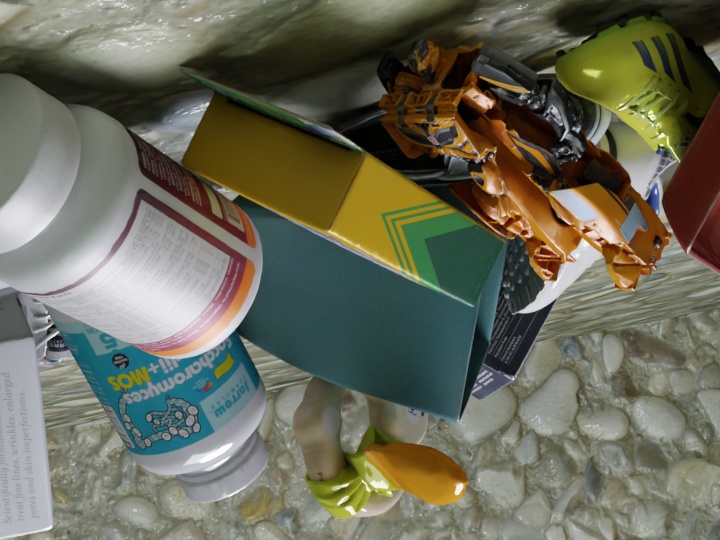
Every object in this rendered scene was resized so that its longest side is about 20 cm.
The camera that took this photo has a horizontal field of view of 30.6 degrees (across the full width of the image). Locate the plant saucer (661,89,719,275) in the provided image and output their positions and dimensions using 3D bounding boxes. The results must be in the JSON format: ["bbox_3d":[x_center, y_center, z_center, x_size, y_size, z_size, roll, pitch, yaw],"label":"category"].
[{"bbox_3d":[0.261,-0.098,0.864,0.037,0.200,0.200,30,-173,20],"label":"plant saucer"}]

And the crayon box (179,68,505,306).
[{"bbox_3d":[-0.016,-0.045,0.784,0.126,0.052,0.200,26,179,37],"label":"crayon box"}]

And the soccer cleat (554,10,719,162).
[{"bbox_3d":[0.192,-0.113,0.851,0.065,0.084,0.200,-23,167,32],"label":"soccer cleat"}]

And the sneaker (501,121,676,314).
[{"bbox_3d":[0.166,-0.032,0.988,0.080,0.077,0.200,-3,146,-24],"label":"sneaker"}]

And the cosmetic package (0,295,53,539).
[{"bbox_3d":[-0.343,0.105,1.033,0.164,0.166,0.200,-8,-160,-20],"label":"cosmetic package"}]

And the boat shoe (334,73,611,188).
[{"bbox_3d":[0.069,-0.087,0.893,0.199,0.072,0.071,-13,175,21],"label":"boat shoe"}]

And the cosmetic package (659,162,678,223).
[{"bbox_3d":[0.206,-0.066,1.204,0.199,0.071,0.105,-15,170,22],"label":"cosmetic package"}]

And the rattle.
[{"bbox_3d":[0.047,0.102,1.014,0.143,0.131,0.200,-32,177,37],"label":"rattle"}]

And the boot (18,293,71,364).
[{"bbox_3d":[-0.251,0.026,1.102,0.073,0.096,0.200,-9,170,-18],"label":"boot"}]

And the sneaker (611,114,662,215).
[{"bbox_3d":[0.195,-0.084,1.033,0.075,0.089,0.200,-16,169,34],"label":"sneaker"}]

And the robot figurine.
[{"bbox_3d":[0.093,-0.065,0.795,0.200,0.058,0.145,39,162,-30],"label":"robot figurine"}]

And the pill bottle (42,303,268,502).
[{"bbox_3d":[-0.137,0.067,0.941,0.110,0.200,0.111,-21,-157,10],"label":"pill bottle"}]

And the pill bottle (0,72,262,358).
[{"bbox_3d":[-0.151,-0.028,0.753,0.109,0.110,0.200,-16,152,24],"label":"pill bottle"}]

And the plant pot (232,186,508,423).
[{"bbox_3d":[0.000,0.000,0.981,0.199,0.142,0.141,13,-157,10],"label":"plant pot"}]

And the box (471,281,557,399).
[{"bbox_3d":[0.066,0.019,1.165,0.182,0.104,0.200,29,170,2],"label":"box"}]

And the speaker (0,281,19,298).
[{"bbox_3d":[-0.281,-0.011,0.893,0.199,0.082,0.081,-16,170,21],"label":"speaker"}]
